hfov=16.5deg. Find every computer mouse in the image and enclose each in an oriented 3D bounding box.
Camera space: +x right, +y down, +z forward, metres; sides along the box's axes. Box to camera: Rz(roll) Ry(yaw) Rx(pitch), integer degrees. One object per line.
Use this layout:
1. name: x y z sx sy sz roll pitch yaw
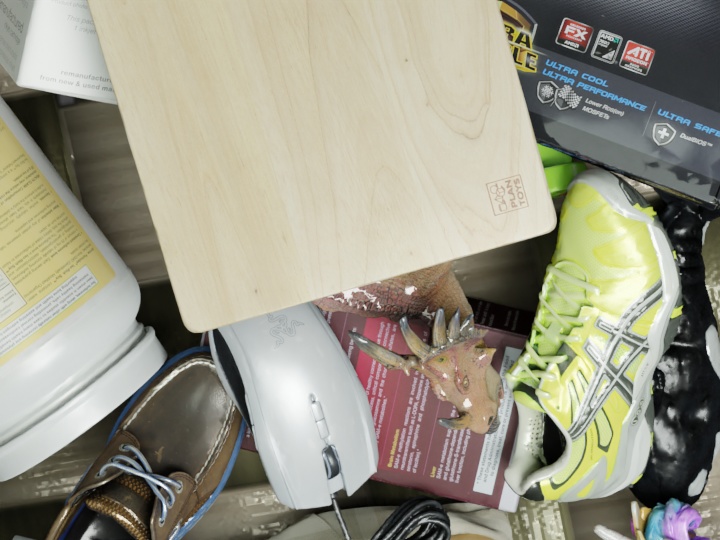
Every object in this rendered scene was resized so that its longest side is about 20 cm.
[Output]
1. computer mouse: -0.026 0.095 1.392 0.110 0.044 0.200 -26 99 -17

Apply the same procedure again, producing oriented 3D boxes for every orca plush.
1. orca plush: 0.183 0.051 1.416 0.105 0.071 0.200 18 106 3

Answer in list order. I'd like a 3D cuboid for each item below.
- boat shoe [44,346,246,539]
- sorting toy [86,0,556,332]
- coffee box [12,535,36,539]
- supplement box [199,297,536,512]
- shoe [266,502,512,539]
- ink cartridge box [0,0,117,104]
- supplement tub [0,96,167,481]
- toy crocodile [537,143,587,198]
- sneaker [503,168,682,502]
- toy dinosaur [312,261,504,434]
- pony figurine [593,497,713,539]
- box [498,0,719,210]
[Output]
1. boat shoe: -0.126 0.132 1.395 0.072 0.072 0.200 30 86 1
2. sorting toy: -0.022 -0.093 1.289 0.199 0.070 0.200 -16 98 -1
3. coffee box: -0.121 0.240 1.482 0.200 0.080 0.113 14 141 4
4. supplement box: 0.007 0.062 1.450 0.200 0.061 0.109 14 105 3
5. shoe: -0.003 0.177 1.492 0.200 0.053 0.070 -10 136 15
6. ink cartridge box: -0.144 -0.206 1.347 0.085 0.146 0.200 9 107 -25
7. supplement tub: -0.217 0.005 1.422 0.145 0.145 0.200 -34 97 15
8. toy crocodile: 0.143 -0.084 1.395 0.200 0.062 0.068 -14 86 6
9. sneaker: 0.123 0.042 1.362 0.075 0.076 0.200 26 124 46
10. toy dinosaur: 0.000 0.000 1.362 0.200 0.136 0.086 19 144 2
11. pony figurine: 0.226 0.226 1.430 0.193 0.167 0.200 8 121 14
12. box: 0.137 -0.159 1.344 0.200 0.050 0.199 22 92 7
